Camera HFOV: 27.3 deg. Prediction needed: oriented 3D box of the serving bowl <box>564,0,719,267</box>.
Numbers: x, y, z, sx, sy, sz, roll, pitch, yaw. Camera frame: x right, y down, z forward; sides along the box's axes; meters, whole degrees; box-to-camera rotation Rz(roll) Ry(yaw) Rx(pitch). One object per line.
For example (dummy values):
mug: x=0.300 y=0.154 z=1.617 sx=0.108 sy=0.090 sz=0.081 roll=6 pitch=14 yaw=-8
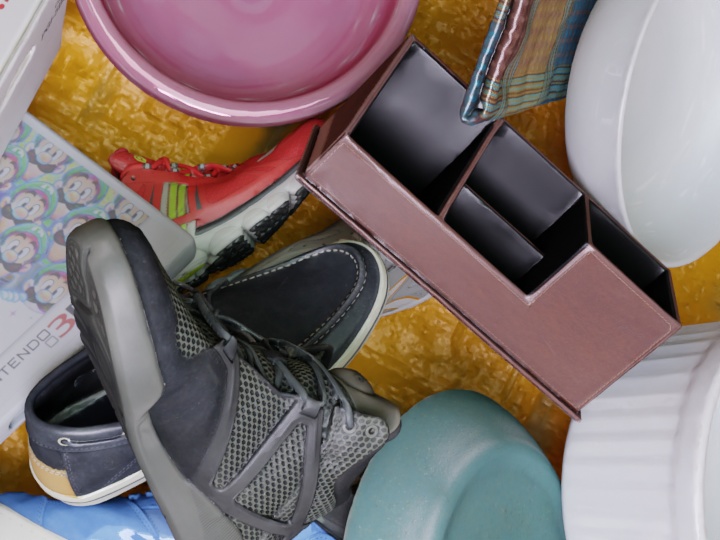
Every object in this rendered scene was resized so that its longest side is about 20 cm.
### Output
serving bowl: x=0.176 y=-0.106 z=0.851 sx=0.200 sy=0.066 sz=0.200 roll=-26 pitch=126 yaw=-43

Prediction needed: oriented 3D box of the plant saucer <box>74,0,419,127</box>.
plant saucer: x=-0.066 y=-0.176 z=0.834 sx=0.200 sy=0.051 sz=0.201 roll=2 pitch=82 yaw=-14

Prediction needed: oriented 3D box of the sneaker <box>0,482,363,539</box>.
sneaker: x=-0.082 y=0.120 z=0.742 sx=0.200 sy=0.077 sz=0.111 roll=18 pitch=73 yaw=5

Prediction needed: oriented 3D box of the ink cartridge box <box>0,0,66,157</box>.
ink cartridge box: x=-0.264 y=-0.118 z=0.731 sx=0.200 sy=0.083 sz=0.147 roll=22 pitch=59 yaw=-2

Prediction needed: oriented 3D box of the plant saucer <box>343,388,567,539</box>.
plant saucer: x=0.063 y=0.161 z=0.764 sx=0.200 sy=0.036 sz=0.200 roll=5 pitch=84 yaw=-53

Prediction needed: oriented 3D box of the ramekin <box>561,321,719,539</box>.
ramekin: x=0.199 y=0.122 z=0.821 sx=0.200 sy=0.098 sz=0.201 roll=6 pitch=82 yaw=-46

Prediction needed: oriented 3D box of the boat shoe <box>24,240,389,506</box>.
boat shoe: x=-0.073 y=0.040 z=0.714 sx=0.200 sy=0.062 sz=0.075 roll=-30 pitch=51 yaw=-14

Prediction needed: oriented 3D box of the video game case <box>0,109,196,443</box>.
video game case: x=-0.217 y=-0.011 z=0.745 sx=0.200 sy=0.024 sz=0.182 roll=36 pitch=62 yaw=15

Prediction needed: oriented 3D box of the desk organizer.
desk organizer: x=0.069 y=-0.022 z=0.770 sx=0.200 sy=0.072 sz=0.077 roll=41 pitch=114 yaw=-13

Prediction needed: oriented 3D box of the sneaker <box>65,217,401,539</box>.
sneaker: x=-0.053 y=0.043 z=0.639 sx=0.114 sy=0.076 sz=0.199 roll=-28 pitch=127 yaw=-11

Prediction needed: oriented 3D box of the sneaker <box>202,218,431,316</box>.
sneaker: x=0.000 y=0.000 z=0.820 sx=0.200 sy=0.092 sz=0.076 roll=-33 pitch=94 yaw=-14

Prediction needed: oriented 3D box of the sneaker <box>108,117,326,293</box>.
sneaker: x=-0.100 y=-0.038 z=0.811 sx=0.200 sy=0.077 sz=0.085 roll=-33 pitch=85 yaw=-16

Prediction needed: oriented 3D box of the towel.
towel: x=0.110 y=-0.151 z=0.778 sx=0.022 sy=0.200 sz=0.147 roll=23 pitch=109 yaw=15
